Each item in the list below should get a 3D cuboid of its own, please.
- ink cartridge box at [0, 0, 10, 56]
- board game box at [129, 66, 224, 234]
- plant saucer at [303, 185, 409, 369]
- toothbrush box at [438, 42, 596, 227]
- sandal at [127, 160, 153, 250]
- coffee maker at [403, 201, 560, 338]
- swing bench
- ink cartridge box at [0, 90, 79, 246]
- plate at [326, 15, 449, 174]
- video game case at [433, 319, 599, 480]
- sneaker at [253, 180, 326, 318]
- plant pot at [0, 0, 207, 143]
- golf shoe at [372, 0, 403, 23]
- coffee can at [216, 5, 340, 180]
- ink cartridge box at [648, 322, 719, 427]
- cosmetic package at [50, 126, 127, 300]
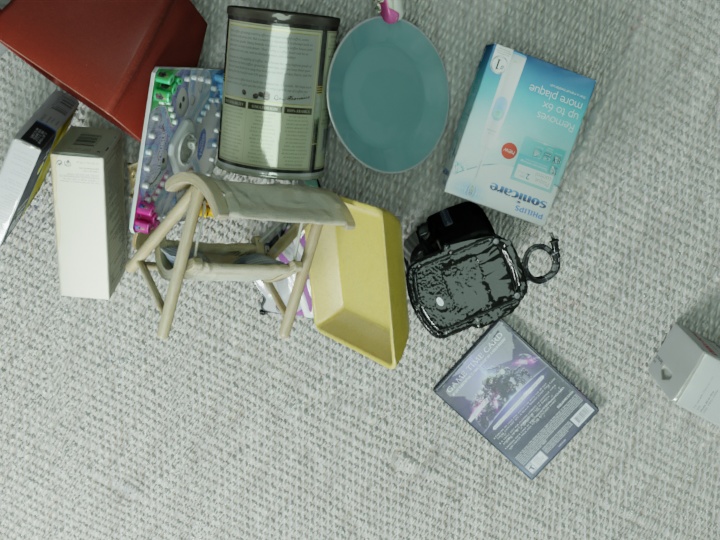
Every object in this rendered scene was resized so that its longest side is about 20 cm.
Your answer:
[{"bbox_3d":[-0.526,-0.359,1.387,0.083,0.145,0.201,-38,100,9],"label":"ink cartridge box"},{"bbox_3d":[-0.220,-0.155,1.408,0.025,0.200,0.204,15,104,16],"label":"board game box"},{"bbox_3d":[0.000,0.000,1.392,0.048,0.199,0.204,-14,109,-29],"label":"plant saucer"},{"bbox_3d":[0.203,-0.178,1.455,0.144,0.085,0.203,19,99,-4],"label":"toothbrush box"},{"bbox_3d":[-0.278,-0.138,1.488,0.069,0.078,0.214,27,96,14],"label":"sandal"},{"bbox_3d":[0.150,-0.006,1.441,0.188,0.200,0.137,0,105,1],"label":"coffee maker"},{"bbox_3d":[-0.146,-0.032,1.336,0.197,0.130,0.201,4,128,-40],"label":"swing bench"},{"bbox_3d":[-0.433,-0.109,1.407,0.046,0.198,0.202,24,113,-12],"label":"ink cartridge box"},{"bbox_3d":[0.034,-0.228,1.440,0.197,0.025,0.204,-2,93,-34],"label":"plate"},{"bbox_3d":[0.222,0.184,1.579,0.200,0.019,0.143,42,99,-8],"label":"video game case"},{"bbox_3d":[-0.114,-0.031,1.498,0.137,0.078,0.204,-2,103,0],"label":"sneaker"},{"bbox_3d":[-0.302,-0.288,1.370,0.199,0.200,0.178,34,88,11],"label":"plant pot"},{"bbox_3d":[0.049,-0.416,1.399,0.090,0.075,0.204,-6,89,-10],"label":"golf shoe"},{"bbox_3d":[-0.107,-0.229,1.417,0.143,0.147,0.204,6,103,-1],"label":"coffee can"},{"bbox_3d":[0.510,0.168,1.509,0.197,0.145,0.089,26,101,-6],"label":"ink cartridge box"},{"bbox_3d":[-0.354,-0.076,1.453,0.072,0.104,0.203,5,116,1],"label":"cosmetic package"}]
